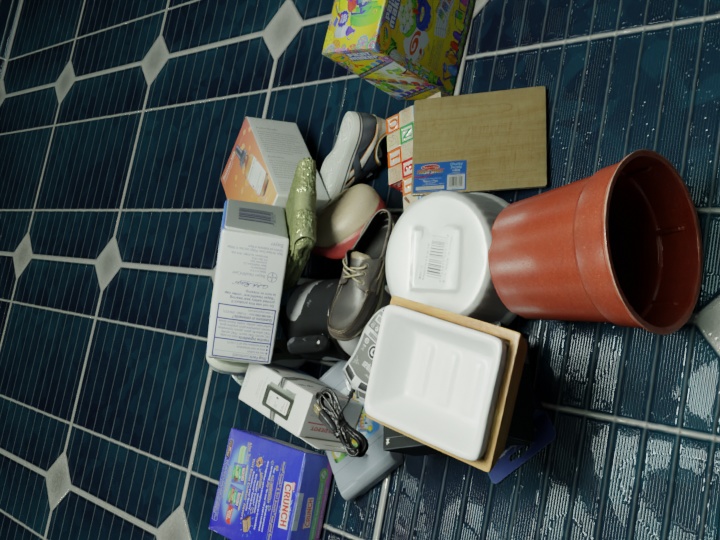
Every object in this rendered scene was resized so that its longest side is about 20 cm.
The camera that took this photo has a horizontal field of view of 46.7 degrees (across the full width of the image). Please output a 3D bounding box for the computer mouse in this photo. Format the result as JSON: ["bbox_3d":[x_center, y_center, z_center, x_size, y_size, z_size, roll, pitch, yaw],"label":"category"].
[{"bbox_3d":[0.015,0.143,1.134,0.110,0.043,0.202,42,107,36],"label":"computer mouse"}]

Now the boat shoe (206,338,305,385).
[{"bbox_3d":[-0.173,0.157,1.361,0.070,0.198,0.072,48,118,34],"label":"boat shoe"}]

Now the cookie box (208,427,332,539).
[{"bbox_3d":[-0.145,0.364,1.352,0.197,0.074,0.176,6,81,46],"label":"cookie box"}]

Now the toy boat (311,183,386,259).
[{"bbox_3d":[-0.008,-0.052,1.323,0.130,0.131,0.200,-42,9,-7],"label":"toy boat"}]

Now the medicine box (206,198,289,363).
[{"bbox_3d":[-0.176,0.014,1.299,0.183,0.100,0.205,-114,33,-71],"label":"medicine box"}]

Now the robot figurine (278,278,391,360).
[{"bbox_3d":[-0.037,0.078,1.280,0.197,0.124,0.153,-5,58,42],"label":"robot figurine"}]

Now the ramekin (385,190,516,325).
[{"bbox_3d":[0.126,-0.010,1.123,0.197,0.097,0.206,-5,82,41],"label":"ramekin"}]

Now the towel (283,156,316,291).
[{"bbox_3d":[-0.094,-0.068,1.276,0.201,0.036,0.152,117,156,-64],"label":"towel"}]

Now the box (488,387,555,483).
[{"bbox_3d":[0.173,0.169,1.131,0.121,0.032,0.202,-44,51,26],"label":"box"}]

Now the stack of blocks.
[{"bbox_3d":[0.102,-0.154,1.283,0.114,0.058,0.205,-20,64,39],"label":"stack of blocks"}]

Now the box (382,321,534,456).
[{"bbox_3d":[0.124,0.162,1.101,0.197,0.078,0.145,-16,62,41],"label":"box"}]

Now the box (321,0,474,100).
[{"bbox_3d":[0.066,-0.399,1.303,0.120,0.191,0.205,9,83,45],"label":"box"}]

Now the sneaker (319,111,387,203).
[{"bbox_3d":[-0.011,-0.180,1.400,0.201,0.078,0.080,122,140,-49],"label":"sneaker"}]

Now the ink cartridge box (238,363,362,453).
[{"bbox_3d":[-0.079,0.205,1.260,0.198,0.115,0.069,21,91,45],"label":"ink cartridge box"}]

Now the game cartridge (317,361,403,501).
[{"bbox_3d":[-0.008,0.231,1.288,0.133,0.040,0.203,-41,52,24],"label":"game cartridge"}]

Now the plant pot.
[{"bbox_3d":[0.270,-0.022,0.996,0.193,0.198,0.206,-9,70,51],"label":"plant pot"}]

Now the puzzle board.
[{"bbox_3d":[0.170,-0.184,1.205,0.195,0.017,0.155,-3,73,19],"label":"puzzle board"}]

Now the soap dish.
[{"bbox_3d":[0.103,0.130,1.006,0.197,0.080,0.161,15,95,43],"label":"soap dish"}]

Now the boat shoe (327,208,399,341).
[{"bbox_3d":[0.000,0.000,1.168,0.073,0.074,0.203,9,62,31],"label":"boat shoe"}]

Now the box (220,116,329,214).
[{"bbox_3d":[-0.156,-0.144,1.476,0.154,0.104,0.202,-59,43,38],"label":"box"}]
